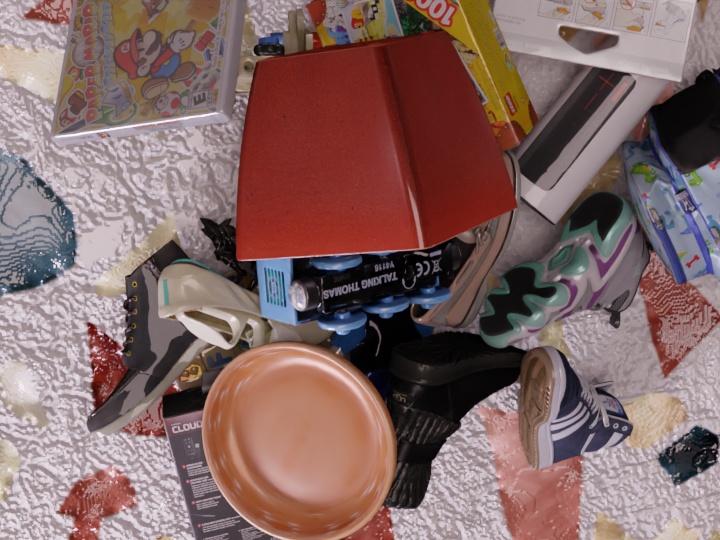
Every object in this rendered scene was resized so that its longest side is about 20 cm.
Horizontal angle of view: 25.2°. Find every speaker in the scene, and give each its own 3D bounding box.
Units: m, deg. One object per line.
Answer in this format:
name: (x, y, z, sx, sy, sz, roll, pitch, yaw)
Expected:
speaker: (0.227, -0.147, 1.614, 0.081, 0.081, 0.200, 38, 95, -12)

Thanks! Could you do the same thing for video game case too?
video game case: (-0.192, -0.217, 1.489, 0.182, 0.023, 0.200, -6, 65, 23)

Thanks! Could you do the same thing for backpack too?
backpack: (0.350, -0.068, 1.594, 0.147, 0.183, 0.200, -28, 109, 13)

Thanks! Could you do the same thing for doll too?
doll: (0.019, 0.090, 1.644, 0.136, 0.048, 0.200, -5, 100, -29)

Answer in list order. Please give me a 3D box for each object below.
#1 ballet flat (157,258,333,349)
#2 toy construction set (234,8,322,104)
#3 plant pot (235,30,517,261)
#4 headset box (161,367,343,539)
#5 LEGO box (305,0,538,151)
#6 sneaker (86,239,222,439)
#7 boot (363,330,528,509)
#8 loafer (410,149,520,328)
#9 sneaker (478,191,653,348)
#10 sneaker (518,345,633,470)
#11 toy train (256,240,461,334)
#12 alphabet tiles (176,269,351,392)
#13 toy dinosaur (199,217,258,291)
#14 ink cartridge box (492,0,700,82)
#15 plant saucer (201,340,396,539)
ballet flat: (-0.111, 0.052, 1.556, 0.200, 0.069, 0.070, 22, 98, -31)
toy construction set: (-0.126, -0.191, 1.544, 0.200, 0.131, 0.092, -17, 88, -7)
plant pot: (0.006, -0.119, 1.462, 0.199, 0.200, 0.177, -3, 100, 30)
headset box: (-0.112, 0.192, 1.634, 0.148, 0.075, 0.200, -15, 106, -4)
LEGO box: (0.061, -0.199, 1.557, 0.149, 0.077, 0.200, -19, 104, 27)
sneaker: (-0.222, 0.069, 1.605, 0.106, 0.075, 0.200, 45, 83, -8)
boot: (0.081, 0.147, 1.616, 0.211, 0.079, 0.158, -5, 112, -48)
loafer: (0.103, -0.028, 1.600, 0.063, 0.072, 0.200, -4, 122, -35)
sneaker: (0.222, 0.029, 1.636, 0.200, 0.078, 0.140, -42, 134, 2)
sneaker: (0.222, 0.129, 1.630, 0.108, 0.070, 0.200, -13, 146, -7)
toy train: (0.000, 0.000, 1.537, 0.200, 0.114, 0.087, -16, 109, -37)
alphabet tiles: (-0.098, 0.074, 1.655, 0.200, 0.006, 0.167, -20, 103, -2)
toy dinosaur: (-0.075, -0.044, 1.596, 0.136, 0.102, 0.200, -25, 82, -18)
ink cartridge box: (0.235, -0.285, 1.573, 0.200, 0.044, 0.174, 11, 93, 7)
plant saucer: (-0.056, 0.161, 1.540, 0.200, 0.037, 0.201, 5, 105, 21)
